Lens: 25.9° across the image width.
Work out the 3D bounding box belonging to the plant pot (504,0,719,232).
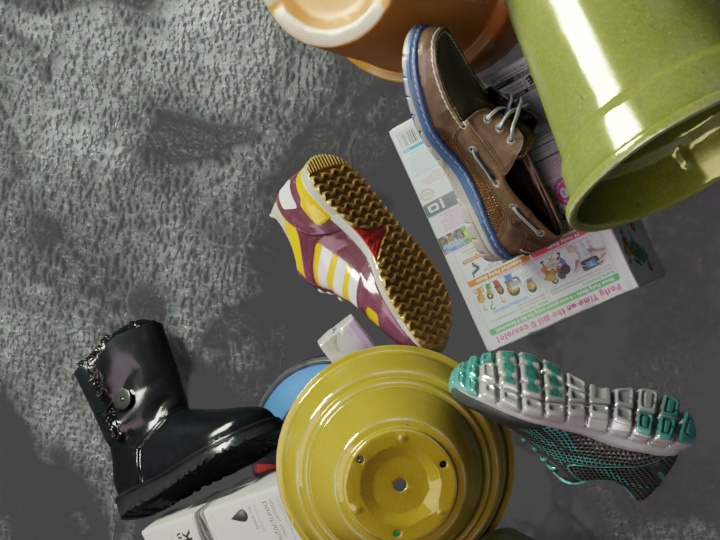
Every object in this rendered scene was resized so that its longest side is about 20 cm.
[{"bbox_3d":[0.200,-0.159,1.140,0.200,0.200,0.185,-36,71,30],"label":"plant pot"}]

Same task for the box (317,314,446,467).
[{"bbox_3d":[0.039,0.126,1.322,0.039,0.041,0.200,-38,96,1],"label":"box"}]

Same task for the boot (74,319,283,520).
[{"bbox_3d":[-0.174,0.118,1.444,0.200,0.076,0.169,-31,70,29],"label":"boot"}]

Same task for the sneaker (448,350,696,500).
[{"bbox_3d":[0.162,0.131,1.253,0.199,0.078,0.092,18,122,4],"label":"sneaker"}]

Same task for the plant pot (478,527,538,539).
[{"bbox_3d":[0.163,0.308,1.258,0.192,0.200,0.201,28,113,36],"label":"plant pot"}]

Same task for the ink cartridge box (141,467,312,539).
[{"bbox_3d":[-0.081,0.261,1.401,0.199,0.083,0.147,-24,92,38],"label":"ink cartridge box"}]

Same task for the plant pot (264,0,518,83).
[{"bbox_3d":[0.019,-0.241,1.215,0.199,0.183,0.201,6,103,28],"label":"plant pot"}]

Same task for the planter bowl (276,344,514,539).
[{"bbox_3d":[0.030,0.165,1.264,0.199,0.083,0.202,0,95,-1],"label":"planter bowl"}]

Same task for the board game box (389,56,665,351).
[{"bbox_3d":[0.133,-0.056,1.259,0.147,0.064,0.201,-25,86,32],"label":"board game box"}]

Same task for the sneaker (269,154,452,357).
[{"bbox_3d":[0.000,0.000,1.349,0.201,0.075,0.090,57,134,11],"label":"sneaker"}]

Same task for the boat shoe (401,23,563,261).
[{"bbox_3d":[0.097,-0.101,1.172,0.072,0.072,0.201,-10,123,32],"label":"boat shoe"}]

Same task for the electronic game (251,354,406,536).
[{"bbox_3d":[-0.013,0.174,1.402,0.199,0.042,0.201,6,103,28],"label":"electronic game"}]
